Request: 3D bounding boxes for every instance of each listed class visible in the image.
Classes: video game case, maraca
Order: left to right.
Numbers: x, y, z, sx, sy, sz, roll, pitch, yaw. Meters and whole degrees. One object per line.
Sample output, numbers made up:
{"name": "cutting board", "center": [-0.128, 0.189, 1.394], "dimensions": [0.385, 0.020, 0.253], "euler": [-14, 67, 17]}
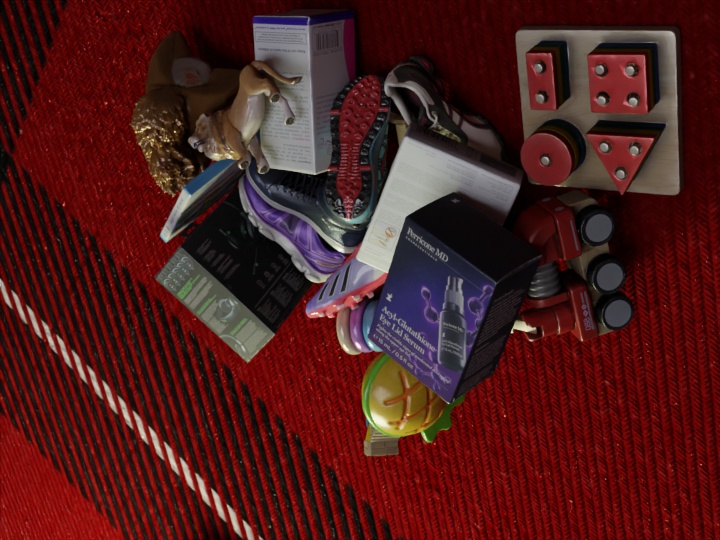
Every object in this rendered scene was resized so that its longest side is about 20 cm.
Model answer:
{"name": "video game case", "center": [-0.217, -0.119, 1.663], "dimensions": [0.018, 0.143, 0.200], "euler": [47, 154, 0]}
{"name": "maraca", "center": [0.078, 0.177, 1.650], "dimensions": [0.107, 0.199, 0.138], "euler": [32, 94, 47]}

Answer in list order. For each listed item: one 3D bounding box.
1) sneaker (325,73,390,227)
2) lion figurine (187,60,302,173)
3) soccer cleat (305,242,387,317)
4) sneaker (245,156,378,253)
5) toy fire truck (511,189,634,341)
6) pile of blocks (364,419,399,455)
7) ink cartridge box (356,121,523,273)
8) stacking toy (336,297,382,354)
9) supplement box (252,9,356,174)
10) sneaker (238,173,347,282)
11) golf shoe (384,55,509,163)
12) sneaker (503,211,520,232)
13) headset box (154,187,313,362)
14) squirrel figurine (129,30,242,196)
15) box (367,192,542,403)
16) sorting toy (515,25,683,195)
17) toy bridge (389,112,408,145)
{"name": "sneaker", "center": [-0.001, -0.156, 1.519], "dimensions": [0.078, 0.096, 0.203], "euler": [9, 79, 14]}
{"name": "lion figurine", "center": [-0.147, -0.210, 1.506], "dimensions": [0.201, 0.072, 0.123], "euler": [-52, 54, 31]}
{"name": "soccer cleat", "center": [0.000, 0.000, 1.647], "dimensions": [0.198, 0.067, 0.077], "euler": [-31, 77, 18]}
{"name": "sneaker", "center": [-0.063, -0.122, 1.611], "dimensions": [0.201, 0.077, 0.146], "euler": [34, 155, -1]}
{"name": "toy fire truck", "center": [0.218, 0.008, 1.450], "dimensions": [0.197, 0.129, 0.178], "euler": [-19, 110, -5]}
{"name": "pile of blocks", "center": [0.049, 0.214, 1.781], "dimensions": [0.061, 0.083, 0.202], "euler": [0, 138, -14]}
{"name": "ink cartridge box", "center": [0.100, -0.071, 1.482], "dimensions": [0.160, 0.050, 0.202], "euler": [23, 127, 0]}
{"name": "stacking toy", "center": [0.067, 0.077, 1.671], "dimensions": [0.197, 0.085, 0.087], "euler": [-4, 114, 30]}
{"name": "supplement box", "center": [-0.070, -0.240, 1.536], "dimensions": [0.102, 0.101, 0.203], "euler": [9, 110, 36]}
{"name": "sneaker", "center": [-0.096, -0.078, 1.707], "dimensions": [0.200, 0.081, 0.083], "euler": [44, 116, -5]}
{"name": "golf shoe", "center": [0.104, -0.181, 1.482], "dimensions": [0.200, 0.088, 0.077], "euler": [46, 126, 1]}
{"name": "sneaker", "center": [0.158, -0.053, 1.542], "dimensions": [0.197, 0.083, 0.073], "euler": [17, 93, 2]}
{"name": "headset box", "center": [-0.182, 0.000, 1.712], "dimensions": [0.200, 0.175, 0.093], "euler": [42, 131, -6]}
{"name": "squirrel figurine", "center": [-0.259, -0.200, 1.658], "dimensions": [0.140, 0.201, 0.188], "euler": [25, 141, 8]}
{"name": "box", "center": [0.112, 0.033, 1.420], "dimensions": [0.147, 0.104, 0.202], "euler": [36, 130, 26]}
{"name": "sorting toy", "center": [0.276, -0.182, 1.374], "dimensions": [0.197, 0.070, 0.202], "euler": [7, 120, 31]}
{"name": "toy bridge", "center": [-0.017, -0.205, 1.594], "dimensions": [0.198, 0.027, 0.068], "euler": [4, 115, 34]}
